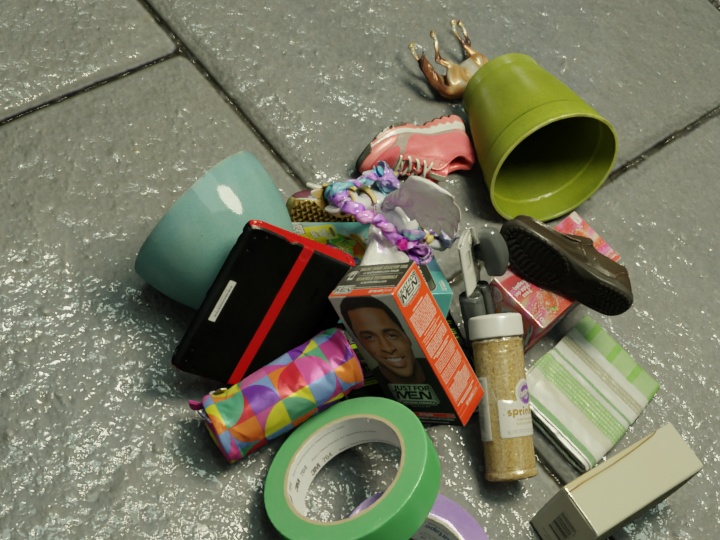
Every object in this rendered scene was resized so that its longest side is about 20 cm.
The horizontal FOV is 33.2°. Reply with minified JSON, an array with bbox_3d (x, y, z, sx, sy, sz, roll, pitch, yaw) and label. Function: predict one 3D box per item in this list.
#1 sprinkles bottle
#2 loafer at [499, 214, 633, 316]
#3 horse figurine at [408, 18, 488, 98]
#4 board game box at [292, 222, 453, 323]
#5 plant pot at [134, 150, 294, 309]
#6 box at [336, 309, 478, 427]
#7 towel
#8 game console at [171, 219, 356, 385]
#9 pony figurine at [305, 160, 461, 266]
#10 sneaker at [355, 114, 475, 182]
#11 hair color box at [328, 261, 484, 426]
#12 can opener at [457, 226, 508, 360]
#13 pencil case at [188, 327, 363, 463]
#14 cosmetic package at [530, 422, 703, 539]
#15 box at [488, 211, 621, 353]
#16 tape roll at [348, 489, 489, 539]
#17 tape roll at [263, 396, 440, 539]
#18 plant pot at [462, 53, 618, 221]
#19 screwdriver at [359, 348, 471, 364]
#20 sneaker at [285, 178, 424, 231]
[{"bbox_3d":[0.176,0.156,1.493,0.067,0.068,0.203,-4,85,-24],"label":"sprinkles bottle"},{"bbox_3d":[0.268,-0.014,1.574,0.199,0.073,0.072,32,45,-11],"label":"loafer"},{"bbox_3d":[0.152,-0.316,1.864,0.199,0.050,0.133,-32,90,-44],"label":"horse figurine"},{"bbox_3d":[0.000,0.000,1.541,0.197,0.047,0.152,-1,40,-20],"label":"board game box"},{"bbox_3d":[-0.154,-0.023,1.452,0.135,0.201,0.200,44,52,7],"label":"plant pot"},{"bbox_3d":[0.043,0.109,1.536,0.198,0.048,0.195,-10,64,-28],"label":"box"},{"bbox_3d":[0.301,0.163,1.619,0.149,0.031,0.199,46,51,9],"label":"towel"},{"bbox_3d":[-0.106,0.050,1.407,0.175,0.201,0.031,21,16,-34],"label":"game console"},{"bbox_3d":[0.045,-0.058,1.482,0.192,0.168,0.199,37,21,21],"label":"pony figurine"},{"bbox_3d":[0.086,-0.163,1.724,0.198,0.074,0.087,-18,67,-31],"label":"sneaker"},{"bbox_3d":[0.055,0.087,1.400,0.061,0.101,0.201,-51,123,-37],"label":"hair color box"},{"bbox_3d":[0.162,0.037,1.540,0.066,0.202,0.053,2,30,27],"label":"can opener"},{"bbox_3d":[-0.093,0.141,1.396,0.198,0.089,0.089,-27,68,-11],"label":"pencil case"},{"bbox_3d":[0.317,0.276,1.495,0.198,0.104,0.073,-23,67,-34],"label":"cosmetic package"},{"bbox_3d":[0.249,0.023,1.644,0.095,0.103,0.199,46,52,11],"label":"box"},{"bbox_3d":[0.057,0.350,1.362,0.197,0.066,0.202,11,53,-15],"label":"tape roll"},{"bbox_3d":[-0.010,0.234,1.348,0.198,0.048,0.202,-18,38,14],"label":"tape roll"},{"bbox_3d":[0.242,-0.208,1.761,0.198,0.202,0.194,-4,46,-24],"label":"plant pot"},{"bbox_3d":[0.050,0.109,1.487,0.198,0.029,0.028,2,57,-28],"label":"screwdriver"},{"bbox_3d":[-0.011,-0.087,1.640,0.198,0.075,0.091,10,45,-23],"label":"sneaker"}]
